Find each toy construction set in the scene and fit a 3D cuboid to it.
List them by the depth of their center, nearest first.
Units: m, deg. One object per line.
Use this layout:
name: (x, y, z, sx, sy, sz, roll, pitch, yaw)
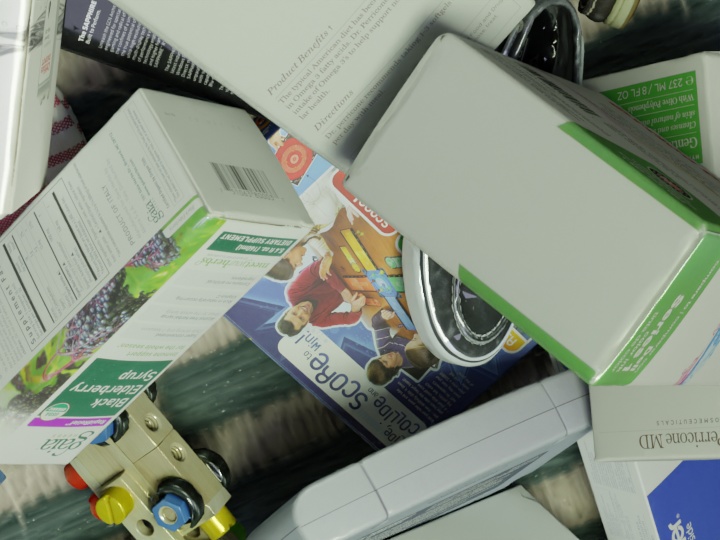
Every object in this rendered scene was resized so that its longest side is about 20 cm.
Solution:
toy construction set: (-0.143, 0.125, 1.169, 0.200, 0.092, 0.131, 42, 126, -19)

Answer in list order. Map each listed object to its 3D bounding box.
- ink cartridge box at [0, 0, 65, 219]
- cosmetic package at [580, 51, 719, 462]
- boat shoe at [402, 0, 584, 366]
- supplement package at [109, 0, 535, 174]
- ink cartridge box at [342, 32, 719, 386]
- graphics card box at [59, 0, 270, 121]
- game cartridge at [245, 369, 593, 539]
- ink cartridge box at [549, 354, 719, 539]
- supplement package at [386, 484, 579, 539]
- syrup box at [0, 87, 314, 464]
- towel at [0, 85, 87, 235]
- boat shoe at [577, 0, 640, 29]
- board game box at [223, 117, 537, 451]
ink cartridge box: (-0.211, -0.136, 0.984, 0.146, 0.083, 0.200, 9, 103, 3)
cosmetic package: (0.175, -0.004, 1.105, 0.085, 0.108, 0.200, 0, 83, -38)
boat shoe: (0.075, -0.045, 1.109, 0.072, 0.068, 0.200, 10, 95, -27)
supplement package: (-0.043, -0.147, 0.925, 0.117, 0.117, 0.200, -47, 135, 7)
ink cartridge box: (0.105, -0.021, 0.962, 0.084, 0.145, 0.200, -56, 158, 12)
graphics card box: (-0.054, -0.144, 1.053, 0.200, 0.051, 0.126, 18, 104, -9)
game cartridge: (0.031, 0.112, 1.137, 0.200, 0.042, 0.133, -21, 163, -31)
ink cartridge box: (0.169, 0.088, 1.215, 0.094, 0.044, 0.200, -39, 124, -33)
supplement package: (0.060, 0.227, 1.161, 0.200, 0.156, 0.111, -15, 140, -49)
syrup box: (-0.126, 0.008, 1.045, 0.200, 0.081, 0.079, -44, 152, 26)
towel: (-0.233, -0.088, 1.072, 0.146, 0.030, 0.200, -28, 118, 1)
boat shoe: (0.122, -0.221, 1.068, 0.065, 0.073, 0.200, 6, 102, -4)
board game box: (0.000, 0.000, 1.163, 0.135, 0.034, 0.200, -42, 116, 9)
